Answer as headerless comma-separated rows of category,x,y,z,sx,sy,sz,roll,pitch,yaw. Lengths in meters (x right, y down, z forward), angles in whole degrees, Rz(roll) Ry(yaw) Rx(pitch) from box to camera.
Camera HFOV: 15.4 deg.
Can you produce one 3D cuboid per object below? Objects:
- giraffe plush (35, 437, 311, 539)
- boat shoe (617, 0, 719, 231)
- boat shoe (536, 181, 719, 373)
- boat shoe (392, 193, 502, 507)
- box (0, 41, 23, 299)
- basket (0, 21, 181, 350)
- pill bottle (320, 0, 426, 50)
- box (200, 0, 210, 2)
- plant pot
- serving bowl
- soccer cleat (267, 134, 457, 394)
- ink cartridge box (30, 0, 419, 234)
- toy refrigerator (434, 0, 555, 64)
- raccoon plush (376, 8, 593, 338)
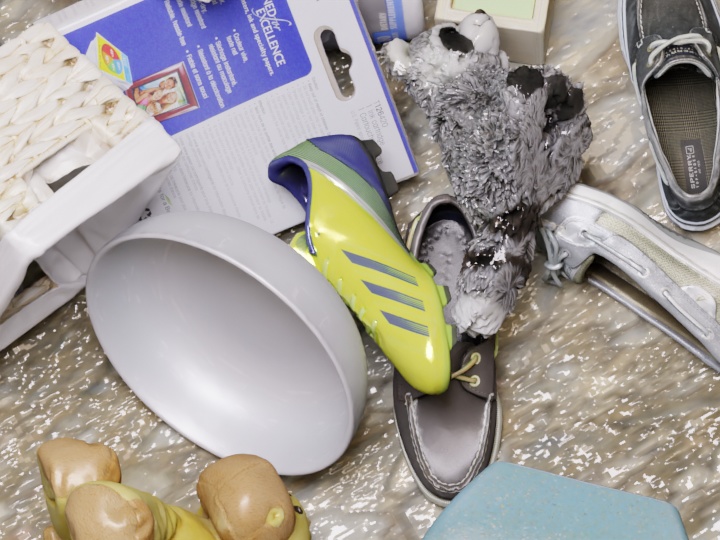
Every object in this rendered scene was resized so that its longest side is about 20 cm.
giraffe plush,-0.100,0.179,1.661,0.162,0.200,0.173,-17,67,-15
boat shoe,0.216,-0.128,1.768,0.072,0.071,0.201,-11,73,1
boat shoe,0.170,0.000,1.736,0.201,0.074,0.065,27,73,4
boat shoe,0.054,0.051,1.735,0.071,0.061,0.202,-3,74,3
box,-0.257,-0.067,1.803,0.039,0.041,0.201,-8,75,1
basket,-0.220,-0.047,1.672,0.135,0.200,0.123,-38,85,-31
pill bottle,-0.060,-0.199,1.788,0.199,0.114,0.114,-7,74,3
box,-0.138,-0.253,1.694,0.200,0.102,0.112,17,48,44
plant pot,0.107,0.230,1.570,0.196,0.196,0.201,13,66,7
serving bowl,-0.074,0.036,1.694,0.200,0.200,0.066,31,53,12
soccer cleat,0.000,0.000,1.691,0.083,0.065,0.201,-12,58,-20
ink cartridge box,-0.087,-0.112,1.740,0.199,0.047,0.198,-24,118,-5
toy refrigerator,0.104,-0.249,1.812,0.076,0.070,0.201,9,74,7
raccoon plush,0.055,-0.070,1.703,0.134,0.097,0.200,16,72,36
